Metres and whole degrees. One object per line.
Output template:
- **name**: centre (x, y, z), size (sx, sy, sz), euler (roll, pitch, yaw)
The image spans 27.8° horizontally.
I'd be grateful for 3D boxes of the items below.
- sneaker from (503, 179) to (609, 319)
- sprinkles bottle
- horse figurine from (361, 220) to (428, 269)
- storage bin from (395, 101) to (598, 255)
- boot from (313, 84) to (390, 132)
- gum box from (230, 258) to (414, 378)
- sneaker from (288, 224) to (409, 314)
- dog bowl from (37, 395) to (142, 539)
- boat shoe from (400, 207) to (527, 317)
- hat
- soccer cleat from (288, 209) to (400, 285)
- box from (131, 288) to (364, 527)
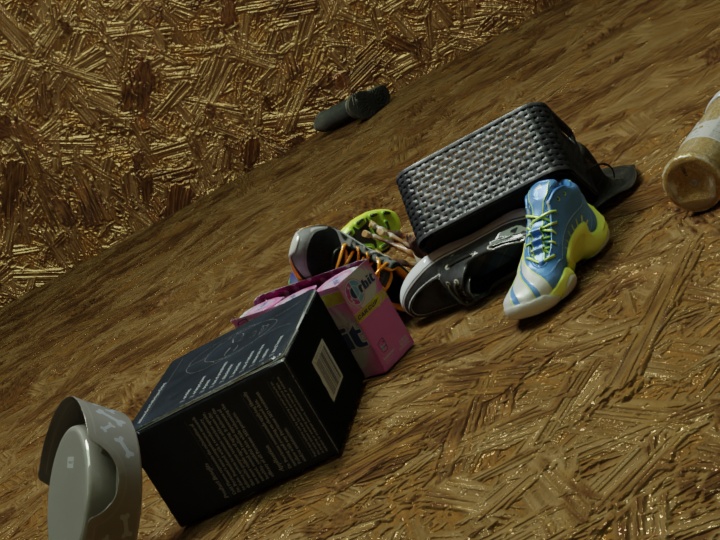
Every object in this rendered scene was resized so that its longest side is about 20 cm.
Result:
- **sneaker**: centre (0.190, -0.031, 1.544), size (0.075, 0.105, 0.200), euler (-20, 16, 39)
- **sprinkles bottle**: centre (0.389, -0.136, 1.585), size (0.068, 0.069, 0.200), euler (-21, 16, 37)
- **horse figurine**: centre (0.076, -0.028, 1.841), size (0.200, 0.132, 0.050), euler (-124, 50, -78)
- **storage bin**: centre (0.159, -0.094, 1.687), size (0.199, 0.094, 0.135), euler (-26, -25, 19)
- **boot**: centre (-0.043, -0.390, 3.573), size (0.199, 0.073, 0.181), euler (-12, 7, 38)
- **gum box**: centre (-0.049, 0.072, 1.678), size (0.199, 0.114, 0.066), euler (-19, 17, 44)
- **sneaker**: centre (0.000, 0.000, 1.725), size (0.077, 0.199, 0.079), euler (7, 77, 52)
- **dog bowl**: centre (-0.271, 0.228, 1.449), size (0.058, 0.202, 0.200), euler (7, -6, -27)
- **boat shoe**: centre (0.129, 0.006, 1.654), size (0.199, 0.070, 0.066), euler (-30, 34, 20)
- **hat**: centre (0.245, -0.113, 1.796), size (0.200, 0.081, 0.201), euler (-30, 12, 7)
- **soccer cleat**: centre (-0.027, -0.029, 2.140), size (0.200, 0.065, 0.084), euler (-37, 12, -25)
- **box**: centre (-0.117, 0.141, 1.539), size (0.196, 0.124, 0.200), euler (-25, 14, 16)
